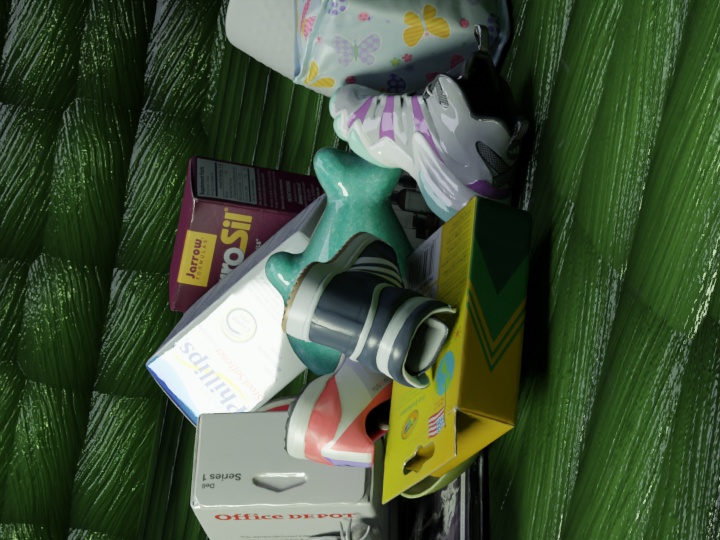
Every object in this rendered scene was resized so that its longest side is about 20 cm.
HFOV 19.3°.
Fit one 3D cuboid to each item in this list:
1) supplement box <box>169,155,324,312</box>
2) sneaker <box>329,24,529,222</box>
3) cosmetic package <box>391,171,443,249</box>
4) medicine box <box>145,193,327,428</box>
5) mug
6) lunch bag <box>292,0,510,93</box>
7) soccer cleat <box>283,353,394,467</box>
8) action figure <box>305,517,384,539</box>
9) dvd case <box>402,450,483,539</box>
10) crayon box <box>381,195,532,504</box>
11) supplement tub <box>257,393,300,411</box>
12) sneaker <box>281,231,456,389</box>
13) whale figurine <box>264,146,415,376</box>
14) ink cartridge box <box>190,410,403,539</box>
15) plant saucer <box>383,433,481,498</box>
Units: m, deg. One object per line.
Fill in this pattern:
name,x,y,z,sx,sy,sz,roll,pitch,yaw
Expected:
supplement box,-0.084,-0.023,2.128,0.103,0.198,0.132,-100,20,-62
sneaker,0.063,-0.136,1.676,0.200,0.077,0.141,38,121,34
cosmetic package,0.024,0.011,1.862,0.051,0.082,0.202,142,135,-74
medicine box,-0.083,0.042,1.988,0.200,0.103,0.182,-41,5,14
mug,-0.001,-0.238,1.960,0.200,0.175,0.148,-36,-27,-58
lunch bag,0.030,-0.247,1.802,0.201,0.168,0.128,-91,17,-45
soccer cleat,0.011,0.087,1.622,0.200,0.073,0.069,-49,-30,-53
action figure,0.007,0.283,1.652,0.130,0.069,0.202,12,117,42
dvd case,0.064,0.209,1.681,0.200,0.016,0.150,114,162,-55
crayon box,0.069,0.064,1.532,0.127,0.050,0.202,138,144,-58
supplement tub,-0.052,0.224,1.933,0.201,0.139,0.141,-95,18,-51
sneaker,0.021,0.029,1.535,0.200,0.108,0.071,-30,-40,-72
whale figurine,0.000,0.000,1.754,0.104,0.158,0.202,-101,12,-74
ink cartridge box,-0.047,0.188,1.723,0.200,0.143,0.085,73,-164,-62
plant saucer,0.072,0.080,1.634,0.200,0.031,0.202,-163,90,-72
